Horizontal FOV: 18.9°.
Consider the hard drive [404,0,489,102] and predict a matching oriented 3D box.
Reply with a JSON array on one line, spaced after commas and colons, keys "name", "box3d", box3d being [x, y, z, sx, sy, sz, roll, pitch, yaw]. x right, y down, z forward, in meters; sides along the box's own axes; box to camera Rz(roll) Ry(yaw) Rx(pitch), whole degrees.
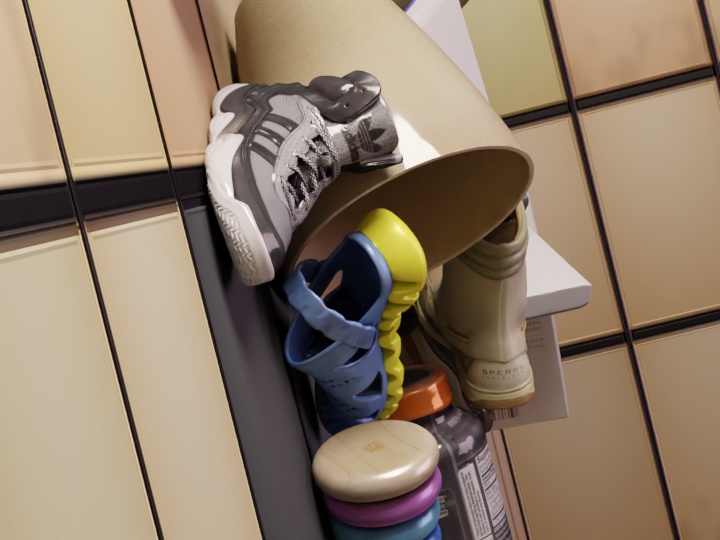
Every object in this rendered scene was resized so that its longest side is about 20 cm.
[{"name": "hard drive", "box3d": [0.052, -0.136, 1.718, 0.200, 0.025, 0.132, -56, 133, -56]}]

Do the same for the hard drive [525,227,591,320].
[{"name": "hard drive", "box3d": [0.089, -0.018, 1.854, 0.200, 0.131, 0.027, 46, -41, 46]}]

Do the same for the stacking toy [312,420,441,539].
[{"name": "stacking toy", "box3d": [0.026, 0.206, 1.463, 0.085, 0.085, 0.201, -91, 170, -66]}]

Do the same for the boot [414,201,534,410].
[{"name": "boot", "box3d": [0.086, -0.007, 1.658, 0.200, 0.072, 0.155, -114, -163, -58]}]

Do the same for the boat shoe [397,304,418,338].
[{"name": "boat shoe", "box3d": [-0.001, 0.000, 1.686, 0.201, 0.071, 0.066, 53, 28, -64]}]

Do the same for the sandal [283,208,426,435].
[{"name": "sandal", "box3d": [-0.016, 0.043, 1.447, 0.080, 0.087, 0.200, 48, -30, 32]}]

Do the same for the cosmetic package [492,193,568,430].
[{"name": "cosmetic package", "box3d": [0.091, 0.028, 1.992, 0.200, 0.167, 0.167, -96, 173, -56]}]

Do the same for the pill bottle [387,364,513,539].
[{"name": "pill bottle", "box3d": [0.054, 0.175, 1.643, 0.106, 0.106, 0.201, -80, 155, -76]}]

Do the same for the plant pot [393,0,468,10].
[{"name": "plant pot", "box3d": [-0.010, -0.275, 1.818, 0.134, 0.200, 0.201, -40, 121, -47]}]

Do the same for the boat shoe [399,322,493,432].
[{"name": "boat shoe", "box3d": [0.031, 0.067, 1.824, 0.200, 0.074, 0.076, 56, 10, 14]}]

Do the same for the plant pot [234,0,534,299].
[{"name": "plant pot", "box3d": [-0.007, -0.111, 1.507, 0.200, 0.187, 0.187, 62, 0, 22]}]

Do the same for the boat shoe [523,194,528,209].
[{"name": "boat shoe", "box3d": [0.108, -0.064, 1.834, 0.200, 0.066, 0.075, -105, -157, -54]}]

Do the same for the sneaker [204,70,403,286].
[{"name": "sneaker", "box3d": [-0.032, -0.067, 1.330, 0.200, 0.113, 0.076, -94, 168, -59]}]
